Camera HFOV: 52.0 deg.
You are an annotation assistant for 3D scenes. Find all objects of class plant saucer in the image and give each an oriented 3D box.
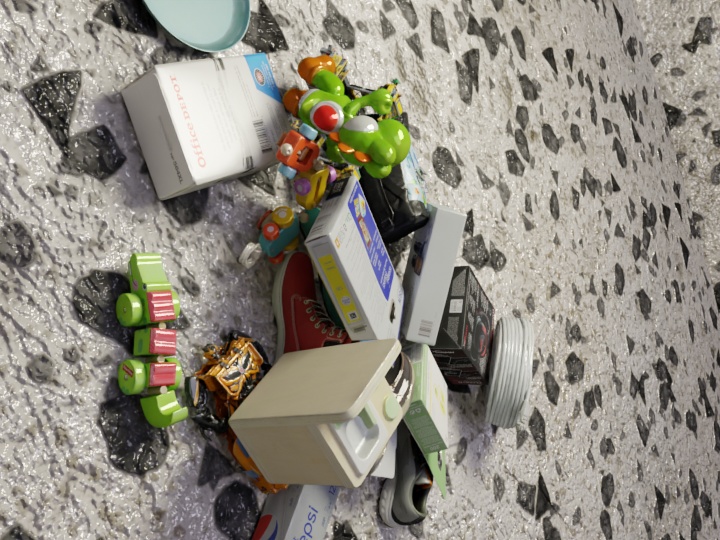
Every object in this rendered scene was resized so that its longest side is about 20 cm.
[{"bbox_3d":[-0.234,-0.393,1.007,0.198,0.027,0.204,17,67,-46],"label":"plant saucer"}]

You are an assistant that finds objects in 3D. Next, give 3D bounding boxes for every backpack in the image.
[{"bbox_3d":[0.025,-0.143,1.159,0.153,0.162,0.203,-5,73,-57],"label":"backpack"}]

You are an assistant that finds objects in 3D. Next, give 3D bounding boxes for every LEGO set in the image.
[{"bbox_3d":[-0.035,-0.233,1.076,0.201,0.153,0.116,-51,149,-14],"label":"LEGO set"}]

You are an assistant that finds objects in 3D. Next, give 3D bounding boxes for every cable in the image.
[{"bbox_3d":[0.268,0.186,1.344,0.200,0.068,0.204,63,35,-79],"label":"cable"}]

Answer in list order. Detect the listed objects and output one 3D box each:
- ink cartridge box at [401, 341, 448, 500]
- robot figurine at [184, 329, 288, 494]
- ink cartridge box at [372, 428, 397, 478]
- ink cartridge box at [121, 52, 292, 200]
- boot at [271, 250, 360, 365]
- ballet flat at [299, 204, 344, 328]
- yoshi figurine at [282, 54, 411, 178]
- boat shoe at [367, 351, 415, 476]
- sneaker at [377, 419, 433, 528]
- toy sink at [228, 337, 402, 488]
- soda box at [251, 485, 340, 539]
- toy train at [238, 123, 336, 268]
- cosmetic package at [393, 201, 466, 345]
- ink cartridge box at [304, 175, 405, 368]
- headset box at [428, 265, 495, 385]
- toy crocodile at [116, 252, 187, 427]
[{"bbox_3d":[0.115,0.230,1.145,0.202,0.047,0.146,62,19,-25],"label":"ink cartridge box"},{"bbox_3d":[-0.138,0.175,0.944,0.202,0.058,0.145,61,42,-20],"label":"robot figurine"},{"bbox_3d":[-0.003,0.198,1.088,0.115,0.066,0.204,24,62,-44],"label":"ink cartridge box"},{"bbox_3d":[-0.190,-0.191,0.960,0.199,0.083,0.149,-26,100,-49],"label":"ink cartridge box"},{"bbox_3d":[-0.053,0.063,1.008,0.072,0.143,0.204,13,69,-44],"label":"boot"},{"bbox_3d":[-0.032,-0.003,1.090,0.068,0.067,0.203,33,37,-74],"label":"ballet flat"},{"bbox_3d":[-0.007,-0.194,0.975,0.111,0.200,0.113,-37,152,-10],"label":"yoshi figurine"},{"bbox_3d":[0.016,0.183,1.007,0.074,0.074,0.202,50,46,-27],"label":"boat shoe"},{"bbox_3d":[0.084,0.298,1.157,0.073,0.079,0.204,29,58,-40],"label":"sneaker"},{"bbox_3d":[-0.032,0.172,0.871,0.113,0.198,0.131,60,42,-19],"label":"toy sink"},{"bbox_3d":[-0.097,0.352,0.942,0.068,0.063,0.202,46,50,-33],"label":"soda box"},{"bbox_3d":[-0.106,-0.103,0.989,0.202,0.055,0.150,-61,157,14],"label":"toy train"},{"bbox_3d":[0.105,-0.002,1.158,0.051,0.151,0.204,12,98,-4],"label":"cosmetic package"},{"bbox_3d":[0.000,0.000,0.996,0.198,0.046,0.203,-73,145,-62],"label":"ink cartridge box"},{"bbox_3d":[0.178,0.104,1.288,0.200,0.074,0.151,48,46,-54],"label":"headset box"},{"bbox_3d":[-0.237,0.078,0.852,0.067,0.061,0.204,5,76,-48],"label":"toy crocodile"}]
